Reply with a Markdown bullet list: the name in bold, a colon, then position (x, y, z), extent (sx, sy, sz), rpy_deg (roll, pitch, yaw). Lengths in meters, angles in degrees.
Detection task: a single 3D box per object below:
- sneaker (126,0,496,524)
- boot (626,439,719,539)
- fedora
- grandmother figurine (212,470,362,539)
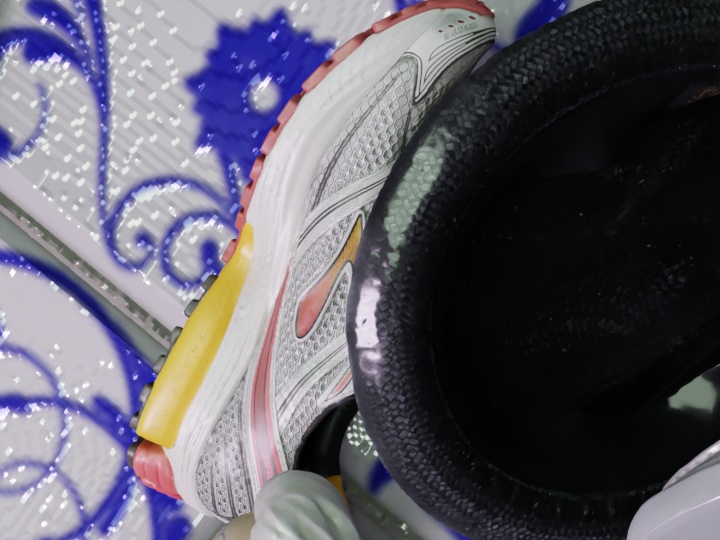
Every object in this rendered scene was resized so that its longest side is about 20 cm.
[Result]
- **sneaker**: position (0.000, 0.000, 0.970), extent (0.082, 0.078, 0.200), rpy_deg (29, 105, 15)
- **boot**: position (0.168, 0.033, 0.862), extent (0.200, 0.074, 0.096), rpy_deg (-24, 41, 28)
- **fedora**: position (0.072, -0.008, 0.908), extent (0.092, 0.200, 0.201), rpy_deg (32, 98, 59)
- **grandmother figurine**: position (-0.071, 0.142, 0.956), extent (0.200, 0.060, 0.121), rpy_deg (-46, 41, 24)
